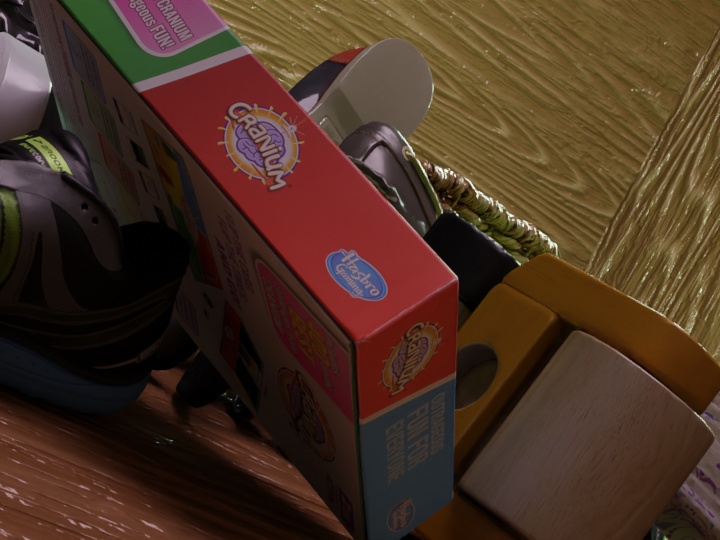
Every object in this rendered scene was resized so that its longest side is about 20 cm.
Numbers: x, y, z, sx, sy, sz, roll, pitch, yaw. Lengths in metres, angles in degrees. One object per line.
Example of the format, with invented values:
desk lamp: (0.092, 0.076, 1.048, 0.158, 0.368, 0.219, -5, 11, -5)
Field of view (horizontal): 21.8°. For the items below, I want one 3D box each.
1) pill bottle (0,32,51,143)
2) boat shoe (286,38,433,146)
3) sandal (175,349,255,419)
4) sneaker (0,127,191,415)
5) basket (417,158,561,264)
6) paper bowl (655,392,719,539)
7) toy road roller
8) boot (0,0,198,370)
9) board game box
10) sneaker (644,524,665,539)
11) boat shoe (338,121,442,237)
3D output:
pill bottle: (-0.219, -0.089, 0.683, 0.199, 0.113, 0.112, 29, 2, -25)
boat shoe: (-0.041, -0.051, 0.934, 0.062, 0.200, 0.071, -11, -64, 48)
sandal: (-0.039, 0.034, 0.834, 0.045, 0.075, 0.200, 41, 0, 1)
sneaker: (-0.126, -0.015, 0.582, 0.071, 0.083, 0.199, 31, 2, 37)
basket: (0.000, 0.000, 1.082, 0.142, 0.150, 0.200, 31, 3, 32)
paper bowl: (0.220, 0.127, 0.898, 0.201, 0.104, 0.201, 49, -1, 2)
toy road roller: (0.078, 0.076, 0.798, 0.146, 0.123, 0.200, 42, -6, -35)
boot: (-0.136, -0.055, 0.809, 0.131, 0.070, 0.201, 19, 44, -47)
board game box: (-0.042, -0.013, 0.660, 0.200, 0.040, 0.153, 49, -20, 26)
sneaker: (0.103, 0.078, 0.994, 0.201, 0.077, 0.084, 54, 13, -5)
boat shoe: (0.022, 0.020, 0.918, 0.072, 0.060, 0.203, 9, -44, 33)
